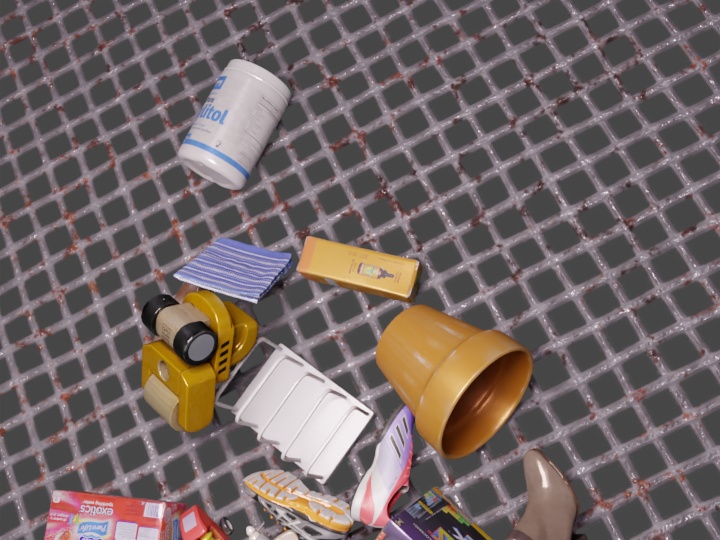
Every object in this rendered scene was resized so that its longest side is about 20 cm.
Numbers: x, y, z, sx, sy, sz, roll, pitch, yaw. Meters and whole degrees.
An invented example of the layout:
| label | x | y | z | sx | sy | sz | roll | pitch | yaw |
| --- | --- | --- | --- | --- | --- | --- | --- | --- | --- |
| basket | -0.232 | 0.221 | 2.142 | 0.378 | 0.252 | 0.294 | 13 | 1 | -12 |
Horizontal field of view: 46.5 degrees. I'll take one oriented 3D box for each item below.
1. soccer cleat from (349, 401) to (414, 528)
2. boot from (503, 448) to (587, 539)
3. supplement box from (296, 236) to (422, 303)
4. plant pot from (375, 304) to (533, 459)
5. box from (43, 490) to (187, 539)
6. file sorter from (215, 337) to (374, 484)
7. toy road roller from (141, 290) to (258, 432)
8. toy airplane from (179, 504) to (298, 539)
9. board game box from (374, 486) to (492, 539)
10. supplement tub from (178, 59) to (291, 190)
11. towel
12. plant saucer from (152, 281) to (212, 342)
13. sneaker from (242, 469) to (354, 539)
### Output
| label | x | y | z | sx | sy | sz | roll | pitch | yaw |
| --- | --- | --- | --- | --- | --- | --- | --- | --- | --- |
| soccer cleat | 0.053 | 0.298 | 1.287 | 0.073 | 0.068 | 0.200 | 16 | 62 | 21 |
| boot | 0.251 | 0.371 | 1.199 | 0.146 | 0.070 | 0.200 | -16 | 72 | -39 |
| supplement box | 0.000 | 0.000 | 1.402 | 0.200 | 0.069 | 0.067 | 13 | 78 | 17 |
| plant pot | 0.127 | 0.151 | 1.275 | 0.183 | 0.200 | 0.200 | 38 | 84 | 34 |
| box | -0.392 | 0.413 | 1.345 | 0.200 | 0.095 | 0.100 | 2 | 74 | 13 |
| file sorter | -0.107 | 0.219 | 1.321 | 0.200 | 0.125 | 0.139 | 34 | 84 | 18 |
| toy road roller | -0.237 | 0.127 | 1.256 | 0.123 | 0.146 | 0.200 | 32 | 122 | 38 |
| toy airplane | -0.207 | 0.472 | 1.264 | 0.199 | 0.141 | 0.200 | 10 | 75 | 13 |
| board game box | 0.135 | 0.416 | 1.194 | 0.200 | 0.165 | 0.057 | 40 | 108 | 19 |
| supplement tub | -0.223 | -0.257 | 1.491 | 0.132 | 0.132 | 0.200 | 23 | 80 | 17 |
| towel | -0.202 | -0.007 | 1.381 | 0.145 | 0.200 | 0.024 | 15 | 111 | 6 |
| plant saucer | -0.298 | 0.087 | 1.394 | 0.034 | 0.200 | 0.200 | 29 | 79 | -18 |
| sneaker | -0.105 | 0.377 | 1.310 | 0.200 | 0.078 | 0.077 | 21 | 111 | 27 |
